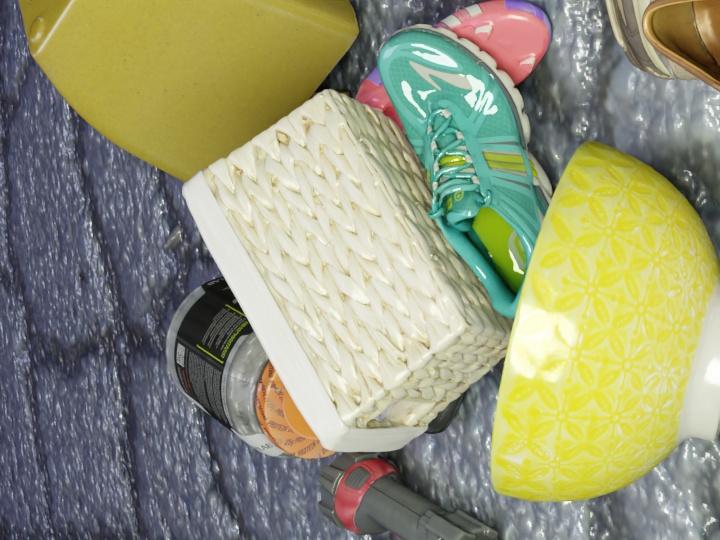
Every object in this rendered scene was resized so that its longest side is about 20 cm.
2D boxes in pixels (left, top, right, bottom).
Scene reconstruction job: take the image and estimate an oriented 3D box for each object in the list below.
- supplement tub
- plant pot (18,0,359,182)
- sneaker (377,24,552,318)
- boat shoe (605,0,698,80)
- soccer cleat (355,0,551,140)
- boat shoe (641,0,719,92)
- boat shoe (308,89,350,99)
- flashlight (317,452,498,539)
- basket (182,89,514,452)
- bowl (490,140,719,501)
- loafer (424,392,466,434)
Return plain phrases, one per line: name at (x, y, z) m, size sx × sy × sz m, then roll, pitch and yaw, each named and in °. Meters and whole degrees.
supplement tub at (-0.076, 0.082, 1.409) m, size 0.200 × 0.121 × 0.124 m, roll -155°, pitch 60°, yaw -61°
plant pot at (-0.153, -0.208, 1.312) m, size 0.194 × 0.199 × 0.197 m, roll -48°, pitch 44°, yaw 28°
sneaker at (0.071, -0.062, 1.053) m, size 0.077 × 0.080 × 0.201 m, roll -30°, pitch 90°, yaw 33°
boat shoe at (0.149, -0.200, 0.914) m, size 0.073 × 0.074 × 0.203 m, roll -4°, pitch 92°, yaw 64°
soccer cleat at (0.060, -0.144, 1.136) m, size 0.200 × 0.066 × 0.077 m, roll -31°, pitch 33°, yaw 54°
boat shoe at (0.201, -0.096, 0.777) m, size 0.200 × 0.067 × 0.073 m, roll -142°, pitch 51°, yaw -60°
boat shoe at (-0.070, -0.115, 1.404) m, size 0.199 × 0.071 × 0.066 m, roll 7°, pitch 102°, yaw 58°
flashlight at (0.040, 0.191, 1.274) m, size 0.199 × 0.067 × 0.069 m, roll 23°, pitch 113°, yaw 56°
basket at (0.000, 0.000, 1.085) m, size 0.123 × 0.135 × 0.201 m, roll -35°, pitch 72°, yaw 16°
bowl at (0.150, 0.040, 0.915) m, size 0.107 × 0.200 × 0.202 m, roll 15°, pitch 119°, yaw 16°
loafer at (0.043, 0.025, 1.202) m, size 0.068 × 0.070 × 0.203 m, roll 42°, pitch 134°, yaw 54°
